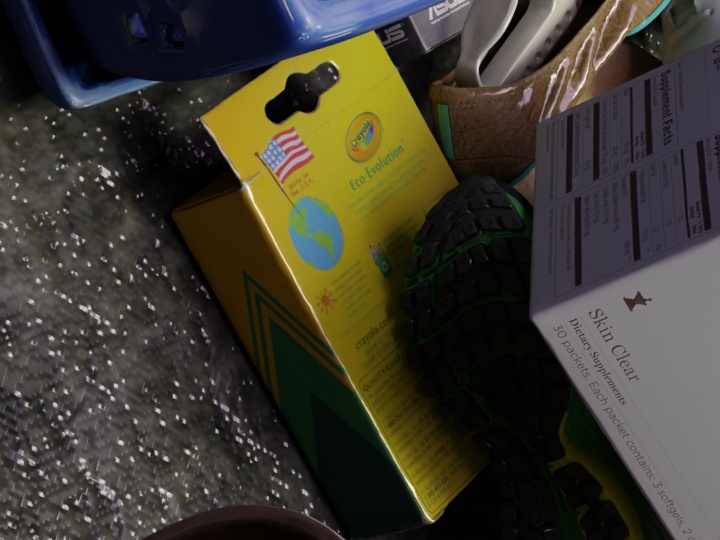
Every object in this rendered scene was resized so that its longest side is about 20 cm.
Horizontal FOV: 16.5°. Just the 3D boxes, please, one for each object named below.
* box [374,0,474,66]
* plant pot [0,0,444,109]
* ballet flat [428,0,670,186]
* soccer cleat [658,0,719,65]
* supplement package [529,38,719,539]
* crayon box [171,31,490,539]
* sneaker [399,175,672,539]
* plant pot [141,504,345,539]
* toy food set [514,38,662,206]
[{"bbox_3d":[0.036,-0.199,1.199,0.200,0.048,0.159,-35,101,-47],"label":"box"},{"bbox_3d":[-0.057,-0.179,1.003,0.200,0.180,0.200,-27,96,-47],"label":"plant pot"},{"bbox_3d":[0.091,-0.125,1.157,0.200,0.068,0.072,-50,130,-27],"label":"ballet flat"},{"bbox_3d":[0.165,-0.136,1.235,0.086,0.070,0.200,50,19,-14],"label":"soccer cleat"},{"bbox_3d":[0.166,0.030,1.042,0.200,0.111,0.156,55,21,-26],"label":"supplement package"},{"bbox_3d":[0.000,0.000,1.091,0.127,0.051,0.200,-39,105,-45],"label":"crayon box"},{"bbox_3d":[0.081,0.050,1.076,0.085,0.078,0.200,-42,116,-52],"label":"sneaker"},{"bbox_3d":[-0.008,0.218,0.919,0.198,0.200,0.201,39,51,-40],"label":"plant pot"},{"bbox_3d":[0.128,-0.023,1.231,0.198,0.049,0.200,-16,87,-47],"label":"toy food set"}]
